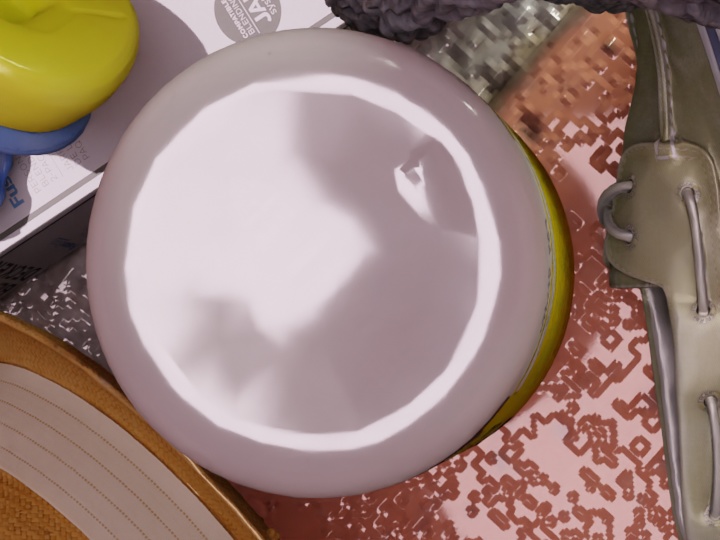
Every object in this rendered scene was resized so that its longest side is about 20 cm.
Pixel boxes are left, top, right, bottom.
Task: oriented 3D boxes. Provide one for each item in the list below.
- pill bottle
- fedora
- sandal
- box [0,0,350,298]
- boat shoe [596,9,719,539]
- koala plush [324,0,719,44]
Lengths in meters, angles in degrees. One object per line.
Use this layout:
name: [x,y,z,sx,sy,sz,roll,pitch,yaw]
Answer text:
pill bottle: [0.000,0.000,0.718,0.109,0.200,0.110,0,89,7]
fedora: [-0.083,0.102,0.735,0.201,0.201,0.082,47,61,6]
sandal: [-0.155,-0.074,0.746,0.200,0.079,0.087,36,130,18]
box: [-0.068,-0.088,0.799,0.199,0.060,0.117,-32,85,7]
boat shoe: [0.099,-0.009,0.769,0.062,0.072,0.201,-14,90,-2]
koala plush: [0.090,-0.124,0.688,0.199,0.184,0.179,4,76,-29]
